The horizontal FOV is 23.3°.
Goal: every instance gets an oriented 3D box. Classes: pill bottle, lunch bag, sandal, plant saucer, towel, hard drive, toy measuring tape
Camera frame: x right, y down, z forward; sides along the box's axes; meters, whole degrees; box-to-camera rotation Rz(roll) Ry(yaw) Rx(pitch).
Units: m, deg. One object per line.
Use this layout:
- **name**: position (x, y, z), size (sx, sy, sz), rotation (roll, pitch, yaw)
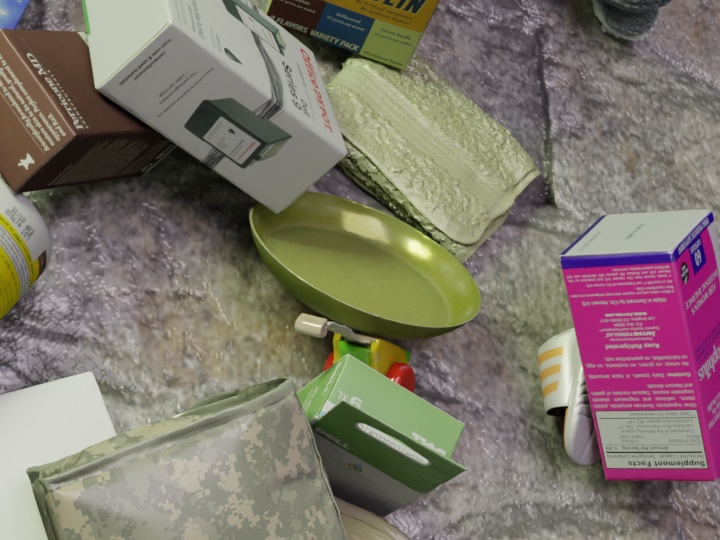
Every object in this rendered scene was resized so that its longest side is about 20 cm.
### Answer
- **pill bottle**: position (-0.316, 0.022, 1.231), size (0.109, 0.109, 0.200), rotation (39, 55, -4)
- **lunch bag**: position (-0.110, 0.180, 1.210), size (0.200, 0.118, 0.164), rotation (-19, 93, -17)
- **sandal**: position (0.185, 0.066, 1.482), size (0.079, 0.059, 0.207), rotation (35, 58, -50)
- **plant saucer**: position (0.000, 0.000, 1.395), size (0.200, 0.031, 0.200), rotation (20, 24, -9)
- **towel**: position (0.053, -0.112, 1.523), size (0.200, 0.036, 0.148), rotation (41, 54, -2)
- **hard drive**: position (-0.263, 0.157, 1.239), size (0.200, 0.026, 0.132), rotation (-14, 72, -31)
- **toy measuring tape**: position (-0.008, 0.081, 1.334), size (0.200, 0.073, 0.074), rotation (26, 41, -67)

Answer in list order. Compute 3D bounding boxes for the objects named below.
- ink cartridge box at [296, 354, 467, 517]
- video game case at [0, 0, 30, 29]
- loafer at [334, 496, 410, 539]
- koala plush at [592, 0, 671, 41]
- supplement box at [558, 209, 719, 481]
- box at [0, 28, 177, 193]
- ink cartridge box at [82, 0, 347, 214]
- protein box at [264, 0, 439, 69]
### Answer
- **ink cartridge box**: position (0.006, 0.121, 1.281), size (0.104, 0.200, 0.059), rotation (32, 63, -8)
- **video game case**: position (-0.338, -0.251, 1.349), size (0.181, 0.045, 0.200), rotation (33, 67, -26)
- **loafer**: position (-0.034, 0.203, 1.303), size (0.200, 0.076, 0.068), rotation (32, 62, 5)
- **koala plush**: position (0.237, -0.326, 1.651), size (0.183, 0.177, 0.200), rotation (-24, 78, -21)
- **supplement box**: position (0.242, 0.062, 1.423), size (0.101, 0.103, 0.200), rotation (-38, 120, -54)
- **box**: position (-0.215, -0.123, 1.317), size (0.100, 0.075, 0.200), rotation (54, 22, 6)
- **ink cartridge box**: position (-0.115, -0.157, 1.365), size (0.200, 0.084, 0.146), rotation (35, 26, -39)
- **protein box**: position (0.022, -0.324, 1.494), size (0.135, 0.200, 0.199), rotation (18, 52, -9)
